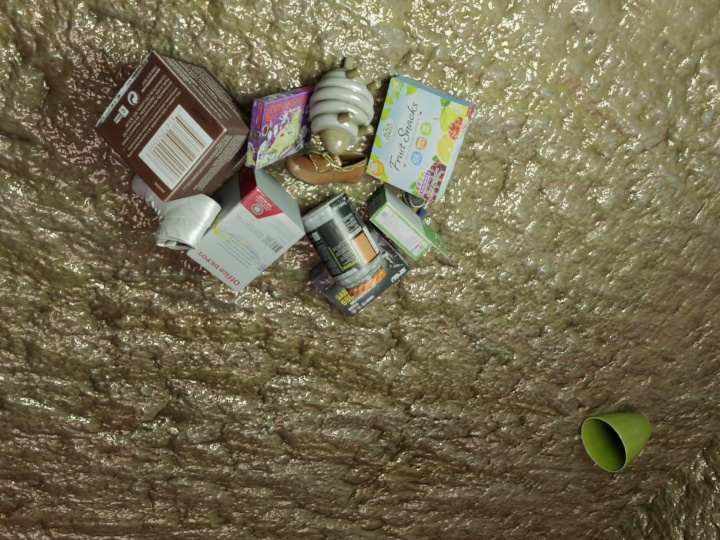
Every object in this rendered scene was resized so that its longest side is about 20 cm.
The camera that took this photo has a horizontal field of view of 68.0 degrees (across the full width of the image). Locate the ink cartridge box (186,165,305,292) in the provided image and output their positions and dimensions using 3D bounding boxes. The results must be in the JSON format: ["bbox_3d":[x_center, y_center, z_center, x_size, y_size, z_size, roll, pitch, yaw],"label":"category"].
[{"bbox_3d":[-0.238,-0.091,1.098,0.199,0.145,0.145,-39,125,11],"label":"ink cartridge box"}]

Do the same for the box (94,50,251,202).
[{"bbox_3d":[-0.299,-0.241,0.915,0.164,0.200,0.166,45,105,-5],"label":"box"}]

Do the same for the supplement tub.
[{"bbox_3d":[-0.034,-0.054,1.156,0.121,0.123,0.202,-29,101,6],"label":"supplement tub"}]

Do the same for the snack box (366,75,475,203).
[{"bbox_3d":[0.117,-0.264,1.078,0.167,0.068,0.203,27,120,16],"label":"snack box"}]

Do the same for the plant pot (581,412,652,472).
[{"bbox_3d":[0.918,0.576,1.874,0.197,0.187,0.190,-13,128,-25],"label":"plant pot"}]

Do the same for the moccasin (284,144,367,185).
[{"bbox_3d":[-0.064,-0.214,1.071,0.199,0.074,0.078,-3,136,-39],"label":"moccasin"}]

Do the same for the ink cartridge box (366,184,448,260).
[{"bbox_3d":[0.105,-0.093,1.197,0.199,0.104,0.059,39,112,-21],"label":"ink cartridge box"}]

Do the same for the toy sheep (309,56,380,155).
[{"bbox_3d":[-0.033,-0.311,1.006,0.136,0.137,0.204,21,72,-27],"label":"toy sheep"}]

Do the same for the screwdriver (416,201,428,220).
[{"bbox_3d":[0.153,-0.158,1.235,0.029,0.028,0.202,-9,134,-45],"label":"screwdriver"}]

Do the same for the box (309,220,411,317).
[{"bbox_3d":[0.000,0.000,1.287,0.199,0.049,0.158,-39,125,11],"label":"box"}]

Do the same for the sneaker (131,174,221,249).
[{"bbox_3d":[-0.377,-0.108,1.017,0.117,0.197,0.074,-64,161,-16],"label":"sneaker"}]

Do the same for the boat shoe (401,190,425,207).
[{"bbox_3d":[0.135,-0.222,1.165,0.072,0.065,0.203,-4,125,-13],"label":"boat shoe"}]

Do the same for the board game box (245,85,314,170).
[{"bbox_3d":[-0.141,-0.269,0.989,0.032,0.200,0.122,20,121,16],"label":"board game box"}]
